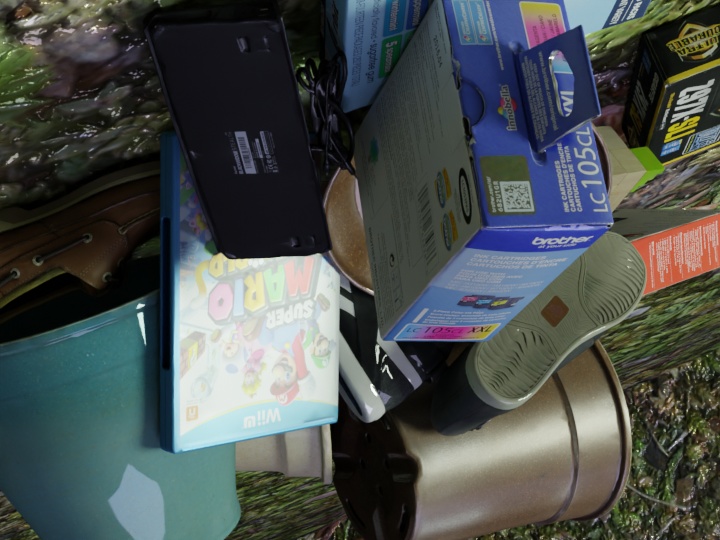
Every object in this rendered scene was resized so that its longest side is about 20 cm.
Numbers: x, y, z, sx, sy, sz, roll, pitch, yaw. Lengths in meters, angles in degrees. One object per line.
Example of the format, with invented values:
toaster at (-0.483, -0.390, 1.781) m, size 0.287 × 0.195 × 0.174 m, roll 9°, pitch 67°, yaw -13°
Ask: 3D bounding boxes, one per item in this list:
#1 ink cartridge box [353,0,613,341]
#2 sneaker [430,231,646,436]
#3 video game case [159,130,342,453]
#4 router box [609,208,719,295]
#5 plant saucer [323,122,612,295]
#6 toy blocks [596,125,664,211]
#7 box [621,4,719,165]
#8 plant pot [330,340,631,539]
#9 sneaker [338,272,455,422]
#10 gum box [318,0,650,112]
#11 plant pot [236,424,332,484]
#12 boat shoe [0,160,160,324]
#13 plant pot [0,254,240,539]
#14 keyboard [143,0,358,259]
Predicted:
ink cartridge box at (0.063, -0.056, 0.687) m, size 0.076 × 0.138 × 0.200 m, roll -2°, pitch 159°, yaw -16°
sneaker at (0.130, 0.045, 0.979) m, size 0.200 × 0.075 × 0.106 m, roll -36°, pitch 174°, yaw -31°
video game case at (-0.069, 0.010, 0.842) m, size 0.142 × 0.202 × 0.018 m, roll -5°, pitch -171°, yaw -44°
router box at (0.202, -0.017, 1.152) m, size 0.179 × 0.049 × 0.199 m, roll -16°, pitch -167°, yaw -41°
plant saucer at (0.069, -0.054, 0.864) m, size 0.199 × 0.037 × 0.201 m, roll -6°, pitch 137°, yaw -5°
toy blocks at (0.127, -0.043, 1.001) m, size 0.199 × 0.100 × 0.137 m, roll -11°, pitch 147°, yaw -41°
box at (0.294, -0.154, 1.006) m, size 0.159 × 0.050 × 0.200 m, roll -19°, pitch 164°, yaw 1°
plant pot at (0.088, 0.141, 1.077) m, size 0.197 × 0.202 × 0.200 m, roll -13°, pitch 163°, yaw -28°
sneaker at (0.000, 0.000, 0.945) m, size 0.111 × 0.201 × 0.073 m, roll -32°, pitch -164°, yaw -16°
gum box at (0.077, -0.166, 0.693) m, size 0.199 × 0.045 × 0.170 m, roll -19°, pitch 164°, yaw -8°
plant pot at (-0.127, 0.089, 1.057) m, size 0.182 × 0.202 × 0.201 m, roll -8°, pitch 163°, yaw -6°
boat shoe at (-0.176, -0.014, 0.832) m, size 0.199 × 0.068 × 0.072 m, roll -20°, pitch 164°, yaw -4°
plant pot at (-0.170, 0.107, 0.891) m, size 0.199 × 0.189 × 0.200 m, roll -17°, pitch -169°, yaw 3°
keyboard at (-0.051, -0.081, 0.735) m, size 0.103 × 0.040 × 0.201 m, roll -1°, pitch 143°, yaw 7°
